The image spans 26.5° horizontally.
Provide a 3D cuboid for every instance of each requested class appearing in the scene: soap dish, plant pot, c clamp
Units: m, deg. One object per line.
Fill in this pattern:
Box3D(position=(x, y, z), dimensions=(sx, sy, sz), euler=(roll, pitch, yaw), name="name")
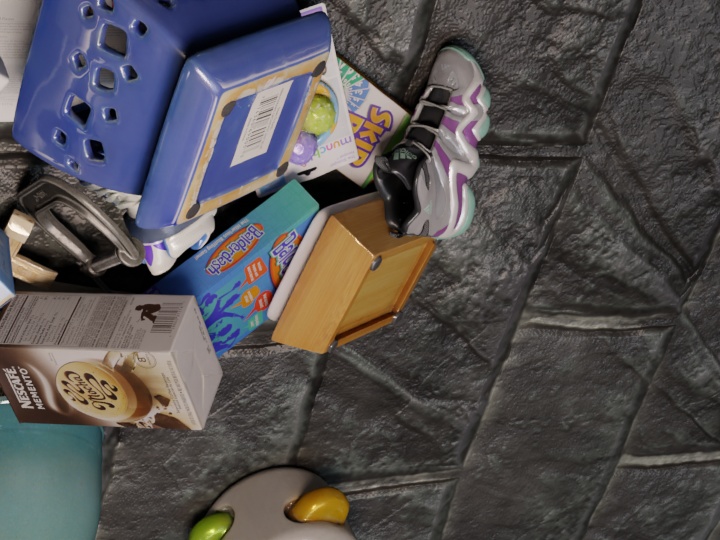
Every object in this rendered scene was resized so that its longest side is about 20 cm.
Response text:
Box3D(position=(0.000, 0.000, 1.624), dimensions=(0.200, 0.081, 0.158), euler=(-21, 144, -59), name="soap dish")
Box3D(position=(-0.360, 0.258, 1.585), dimensions=(0.198, 0.189, 0.201), euler=(-8, 150, -4), name="plant pot")
Box3D(position=(-0.256, -0.028, 1.468), dimensions=(0.171, 0.200, 0.027), euler=(43, 69, -9), name="c clamp")
Box3D(position=(-0.147, -0.163, 1.276), dimensions=(0.199, 0.180, 0.201), euler=(-28, 151, -47), name="plant pot")

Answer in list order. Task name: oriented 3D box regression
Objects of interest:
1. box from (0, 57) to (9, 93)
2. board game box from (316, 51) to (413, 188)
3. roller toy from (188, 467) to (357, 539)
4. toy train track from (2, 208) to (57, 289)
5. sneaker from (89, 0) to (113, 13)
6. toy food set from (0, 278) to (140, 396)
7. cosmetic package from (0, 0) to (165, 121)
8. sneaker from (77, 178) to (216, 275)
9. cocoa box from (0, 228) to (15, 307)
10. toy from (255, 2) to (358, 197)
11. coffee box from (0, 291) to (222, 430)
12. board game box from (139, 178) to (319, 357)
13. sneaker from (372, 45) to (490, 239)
Box3D(position=(-0.413, -0.195, 1.225), dimensions=(0.131, 0.200, 0.198), euler=(-47, 133, 12), name="box")
Box3D(position=(-0.020, -0.160, 1.580), dimensions=(0.096, 0.030, 0.200), euler=(-46, 135, 13), name="board game box")
Box3D(position=(-0.094, 0.347, 1.873), dimensions=(0.199, 0.140, 0.183), euler=(-28, 134, -5), name="roller toy")
Box3D(position=(-0.376, 0.025, 1.519), dimensions=(0.114, 0.033, 0.201), euler=(26, 121, -18), name="toy train track")
Box3D(position=(-0.178, -0.307, 1.318), dimensions=(0.112, 0.071, 0.202), euler=(3, 103, -32), name="sneaker")
Box3D(position=(-0.282, 0.075, 1.620), dimensions=(0.199, 0.060, 0.145), euler=(9, 110, -34), name="toy food set")
Box3D(position=(-0.258, -0.213, 1.393), dimensions=(0.198, 0.052, 0.152), euler=(-4, 129, -25), name="cosmetic package")
Box3D(position=(-0.210, -0.067, 1.449), dimensions=(0.199, 0.080, 0.148), euler=(-10, 96, -53), name="sneaker")
Box3D(position=(-0.422, -0.034, 1.370), dimensions=(0.131, 0.134, 0.200), euler=(-36, 119, 4), name="cocoa box")
Box3D(position=(-0.065, -0.156, 1.510), dimensions=(0.114, 0.047, 0.201), euler=(-21, 131, -7), name="toy")
Box3D(position=(-0.248, 0.087, 1.481), dimensions=(0.198, 0.080, 0.114), euler=(0, 134, 18), name="coffee box")
Box3D(position=(-0.126, 0.013, 1.584), dimensions=(0.200, 0.045, 0.152), euler=(-39, 157, -15), name="board game box")
Box3D(position=(0.062, -0.128, 1.556), dimensions=(0.139, 0.077, 0.202), euler=(-7, 101, -47), name="sneaker")
